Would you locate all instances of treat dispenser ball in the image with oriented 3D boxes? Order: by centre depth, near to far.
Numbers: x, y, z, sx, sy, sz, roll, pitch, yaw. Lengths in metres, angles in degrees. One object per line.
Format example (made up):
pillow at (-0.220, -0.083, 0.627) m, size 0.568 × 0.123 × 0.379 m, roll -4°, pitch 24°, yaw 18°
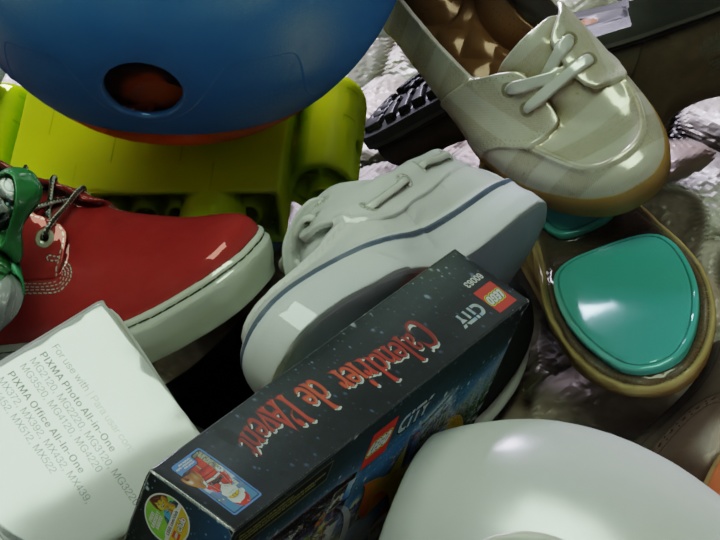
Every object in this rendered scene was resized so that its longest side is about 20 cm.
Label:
treat dispenser ball at (-0.076, -0.153, 1.198) m, size 0.200 × 0.202 × 0.201 m, roll -4°, pitch 41°, yaw 3°

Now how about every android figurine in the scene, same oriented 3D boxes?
android figurine at (-0.088, -0.064, 1.280) m, size 0.181 × 0.041 × 0.201 m, roll -2°, pitch 42°, yaw 5°

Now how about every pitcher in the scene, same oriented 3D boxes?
pitcher at (0.096, 0.150, 1.030) m, size 0.199 × 0.121 × 0.172 m, roll 19°, pitch 64°, yaw 14°

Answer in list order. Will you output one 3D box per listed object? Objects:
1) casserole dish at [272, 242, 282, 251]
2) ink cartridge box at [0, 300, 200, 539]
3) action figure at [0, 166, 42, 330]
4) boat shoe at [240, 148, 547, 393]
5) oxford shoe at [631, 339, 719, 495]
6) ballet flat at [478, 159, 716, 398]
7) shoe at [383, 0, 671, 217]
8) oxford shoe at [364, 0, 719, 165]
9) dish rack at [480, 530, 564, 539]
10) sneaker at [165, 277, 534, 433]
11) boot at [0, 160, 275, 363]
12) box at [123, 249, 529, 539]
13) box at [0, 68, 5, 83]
casserole dish at (-0.128, -0.025, 1.301) m, size 0.199 × 0.039 × 0.121 m, roll -22°, pitch 44°, yaw -18°
ink cartridge box at (-0.153, 0.118, 1.045) m, size 0.199 × 0.145 × 0.083 m, roll -31°, pitch 71°, yaw -22°
action figure at (-0.194, 0.034, 1.106) m, size 0.118 × 0.055 × 0.200 m, roll 44°, pitch 93°, yaw 9°
boat shoe at (0.000, 0.000, 1.124) m, size 0.065 × 0.074 × 0.200 m, roll 34°, pitch 26°, yaw 18°
oxford shoe at (0.183, 0.033, 1.174) m, size 0.072 × 0.071 × 0.200 m, roll 24°, pitch 50°, yaw 37°
ballet flat at (0.105, 0.004, 1.214) m, size 0.068 × 0.063 × 0.200 m, roll -18°, pitch 38°, yaw -3°
shoe at (0.058, -0.092, 1.234) m, size 0.070 × 0.053 × 0.200 m, roll -41°, pitch 51°, yaw -4°
oxford shoe at (0.096, -0.077, 1.304) m, size 0.199 × 0.085 × 0.073 m, roll -17°, pitch 19°, yaw 19°
dish rack at (0.042, 0.197, 0.922) m, size 0.200 × 0.172 × 0.044 m, roll -45°, pitch 2°, yaw 6°
sneaker at (-0.007, 0.040, 1.172) m, size 0.200 × 0.090 × 0.070 m, roll -32°, pitch 47°, yaw -25°
boot at (-0.138, -0.029, 1.144) m, size 0.199 × 0.145 × 0.072 m, roll -11°, pitch 21°, yaw 31°
box at (-0.023, 0.089, 1.046) m, size 0.038 × 0.137 × 0.200 m, roll 34°, pitch 37°, yaw 17°
box at (-0.285, -0.091, 1.265) m, size 0.199 × 0.153 × 0.107 m, roll -14°, pitch 36°, yaw 27°
